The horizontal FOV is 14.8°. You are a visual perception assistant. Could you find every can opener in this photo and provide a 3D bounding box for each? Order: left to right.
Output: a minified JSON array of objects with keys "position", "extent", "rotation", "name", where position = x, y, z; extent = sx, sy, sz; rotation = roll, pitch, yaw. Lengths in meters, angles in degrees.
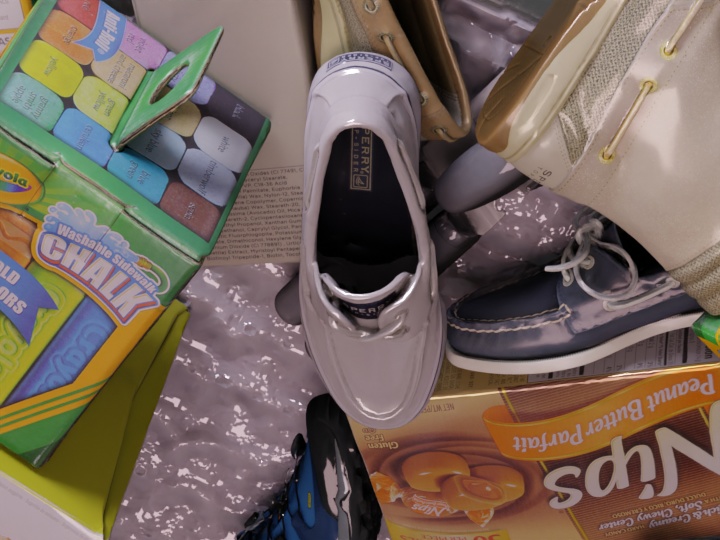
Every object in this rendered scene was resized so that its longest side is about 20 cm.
[{"position":[0.028,-0.026,1.339],"extent":[0.200,0.066,0.053],"rotation":[-43,76,34],"name":"can opener"}]

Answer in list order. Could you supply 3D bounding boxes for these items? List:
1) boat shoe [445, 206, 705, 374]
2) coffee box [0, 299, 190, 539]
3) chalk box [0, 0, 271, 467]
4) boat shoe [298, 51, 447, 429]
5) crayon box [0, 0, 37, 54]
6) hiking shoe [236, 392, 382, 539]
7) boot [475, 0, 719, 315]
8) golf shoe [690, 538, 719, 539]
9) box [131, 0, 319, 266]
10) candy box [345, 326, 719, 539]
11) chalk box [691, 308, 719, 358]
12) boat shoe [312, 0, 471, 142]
[{"position":[0.131,0.000,1.328],"extent":[0.199,0.075,0.062],"rotation":[-11,122,16],"name":"boat shoe"},{"position":[-0.231,0.080,1.374],"extent":[0.199,0.200,0.198],"rotation":[34,122,-12],"name":"coffee box"},{"position":[-0.130,-0.037,1.247],"extent":[0.124,0.125,0.200],"rotation":[34,124,-9],"name":"chalk box"},{"position":[0.000,0.000,1.279],"extent":[0.073,0.065,0.201],"rotation":[-4,123,8],"name":"boat shoe"},{"position":[-0.217,-0.171,1.298],"extent":[0.125,0.052,0.201],"rotation":[-3,123,13],"name":"crayon box"},{"position":[-0.035,0.149,1.457],"extent":[0.086,0.075,0.201],"rotation":[7,124,5],"name":"hiking shoe"},{"position":[0.167,-0.095,1.238],"extent":[0.154,0.072,0.200],"rotation":[36,97,-14],"name":"boot"},{"position":[0.144,0.190,1.451],"extent":[0.200,0.097,0.079],"rotation":[-30,78,51],"name":"golf shoe"},{"position":[-0.056,-0.103,1.301],"extent":[0.082,0.068,0.201],"rotation":[-2,122,12],"name":"box"},{"position":[0.103,0.083,1.393],"extent":[0.199,0.055,0.116],"rotation":[-8,129,15],"name":"candy box"},{"position":[0.276,0.009,1.253],"extent":[0.200,0.124,0.124],"rotation":[-46,111,-5],"name":"chalk box"},{"position":[0.008,-0.147,1.250],"extent":[0.063,0.073,0.202],"rotation":[5,123,21],"name":"boat shoe"}]
